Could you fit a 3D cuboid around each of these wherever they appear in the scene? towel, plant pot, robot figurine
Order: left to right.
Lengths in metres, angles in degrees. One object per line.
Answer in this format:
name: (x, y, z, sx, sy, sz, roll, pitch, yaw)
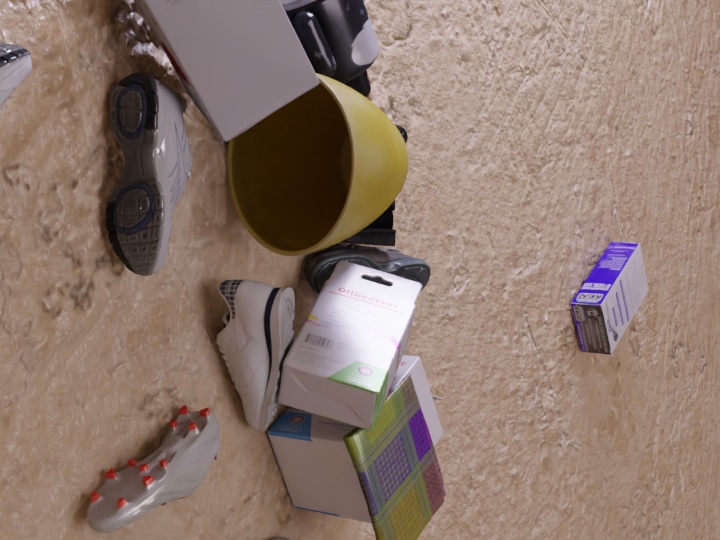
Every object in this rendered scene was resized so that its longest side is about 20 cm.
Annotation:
robot figurine: (-0.055, -0.283, 1.456, 0.125, 0.150, 0.200, -41, 127, -27)
plant pot: (-0.031, -0.119, 1.415, 0.142, 0.200, 0.201, -4, 97, -47)
towel: (0.043, 0.241, 1.511, 0.144, 0.023, 0.201, -43, 127, -44)

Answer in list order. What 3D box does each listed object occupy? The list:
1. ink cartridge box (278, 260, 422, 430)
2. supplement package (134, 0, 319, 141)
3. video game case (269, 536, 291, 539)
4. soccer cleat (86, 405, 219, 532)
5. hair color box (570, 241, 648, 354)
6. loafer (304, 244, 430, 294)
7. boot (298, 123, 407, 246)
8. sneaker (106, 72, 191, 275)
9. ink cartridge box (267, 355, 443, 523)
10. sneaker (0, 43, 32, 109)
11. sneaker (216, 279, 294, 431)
ink cartridge box: (-0.008, 0.083, 1.491, 0.200, 0.117, 0.067, -63, 166, -48)
supplement package: (-0.148, -0.256, 1.281, 0.120, 0.121, 0.200, -33, 126, -6)
video game case: (-0.147, 0.417, 1.471, 0.200, 0.024, 0.183, -3, 96, -56)
soccer cleat: (-0.206, 0.220, 1.330, 0.200, 0.069, 0.078, -44, 131, -48)
hair color box: (0.448, 0.047, 2.283, 0.200, 0.065, 0.110, -49, 132, -44)
loafer: (0.000, 0.000, 1.628, 0.200, 0.063, 0.072, 3, 117, -43)
boot: (-0.018, -0.113, 1.563, 0.211, 0.079, 0.158, 3, 93, -61)
sneaker: (-0.203, -0.095, 1.288, 0.087, 0.074, 0.201, 3, 91, -61)
ink cartridge box: (0.003, 0.193, 1.580, 0.200, 0.128, 0.126, -48, 130, -43)
sneaker: (-0.355, -0.127, 1.087, 0.200, 0.074, 0.087, -48, 143, -34)
sneaker: (-0.121, 0.095, 1.444, 0.076, 0.080, 0.201, -68, 166, -56)
